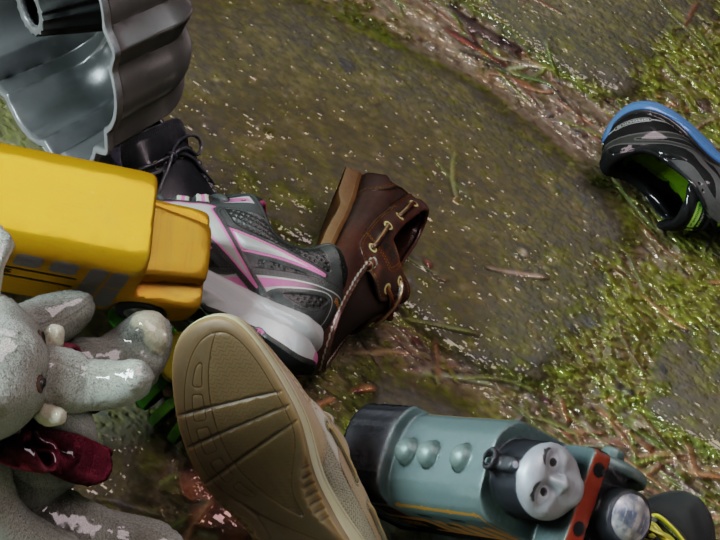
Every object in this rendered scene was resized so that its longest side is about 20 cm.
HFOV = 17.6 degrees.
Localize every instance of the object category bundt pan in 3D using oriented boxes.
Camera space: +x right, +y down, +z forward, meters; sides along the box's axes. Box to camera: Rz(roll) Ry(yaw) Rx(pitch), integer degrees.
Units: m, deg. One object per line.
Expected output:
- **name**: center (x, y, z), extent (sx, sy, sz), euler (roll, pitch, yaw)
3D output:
- **bundt pan**: center (-0.167, -0.167, 1.397), extent (0.076, 0.202, 0.202), euler (-24, 59, -29)

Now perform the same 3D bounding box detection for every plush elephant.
- **plush elephant**: center (-0.173, 0.066, 1.204), extent (0.199, 0.155, 0.166), euler (9, 65, -13)

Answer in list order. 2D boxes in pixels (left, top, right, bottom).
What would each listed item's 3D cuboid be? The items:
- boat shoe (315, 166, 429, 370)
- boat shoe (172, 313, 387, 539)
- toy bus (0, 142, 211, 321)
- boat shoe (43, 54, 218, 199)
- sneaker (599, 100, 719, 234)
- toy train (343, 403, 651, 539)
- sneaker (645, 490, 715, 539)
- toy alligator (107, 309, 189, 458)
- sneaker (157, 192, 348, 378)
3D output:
- **boat shoe**: center (0.000, 0.000, 1.483), extent (0.070, 0.071, 0.200), euler (23, 37, -1)
- **boat shoe**: center (-0.039, 0.107, 1.283), extent (0.201, 0.072, 0.065), euler (61, 24, -14)
- **toy bus**: center (-0.179, -0.026, 1.285), extent (0.199, 0.078, 0.065), euler (11, 66, -16)
- **boat shoe**: center (-0.133, -0.062, 1.479), extent (0.200, 0.062, 0.074), euler (45, 38, 18)
- **sneaker**: center (0.262, -0.046, 1.720), extent (0.199, 0.071, 0.083), euler (32, 51, 6)
- **toy train**: center (0.072, 0.122, 1.303), extent (0.114, 0.200, 0.086), euler (27, 77, -29)
- **sneaker**: center (0.169, 0.181, 1.369), extent (0.074, 0.085, 0.200), euler (37, 38, 9)
- **toy alligator**: center (-0.116, 0.058, 1.351), extent (0.200, 0.059, 0.054), euler (41, 80, 5)
- **sneaker**: center (-0.096, -0.013, 1.397), extent (0.199, 0.080, 0.087), euler (29, 69, 10)
